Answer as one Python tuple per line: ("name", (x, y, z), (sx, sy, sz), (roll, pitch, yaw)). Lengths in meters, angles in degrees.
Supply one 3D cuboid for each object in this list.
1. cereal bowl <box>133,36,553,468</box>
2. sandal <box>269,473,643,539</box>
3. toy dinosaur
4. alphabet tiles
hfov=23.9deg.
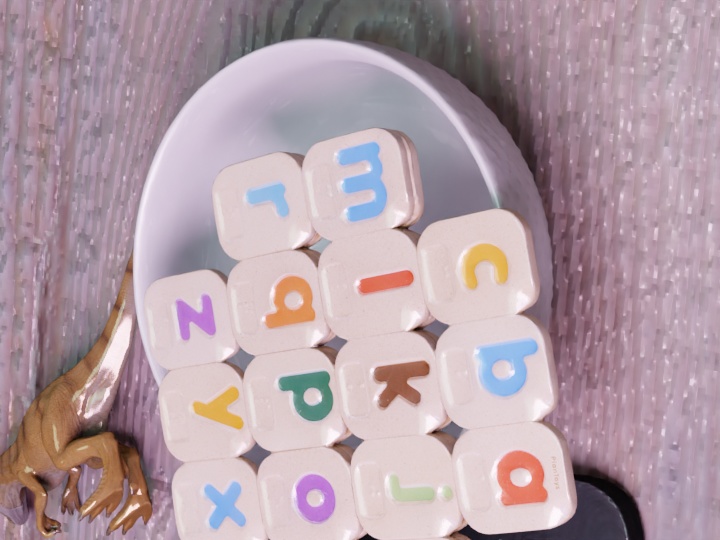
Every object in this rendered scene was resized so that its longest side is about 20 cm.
("cereal bowl", (0.000, 0.000, 0.733), (0.199, 0.083, 0.201), (3, 95, 35))
("sandal", (0.025, 0.118, 0.744), (0.200, 0.048, 0.076), (-10, 87, 35))
("toy dinosaur", (-0.142, 0.073, 0.855), (0.106, 0.060, 0.200), (50, 119, 24))
("alphabet tiles", (-0.006, 0.049, 0.681), (0.195, 0.015, 0.201), (-12, 85, 36))
